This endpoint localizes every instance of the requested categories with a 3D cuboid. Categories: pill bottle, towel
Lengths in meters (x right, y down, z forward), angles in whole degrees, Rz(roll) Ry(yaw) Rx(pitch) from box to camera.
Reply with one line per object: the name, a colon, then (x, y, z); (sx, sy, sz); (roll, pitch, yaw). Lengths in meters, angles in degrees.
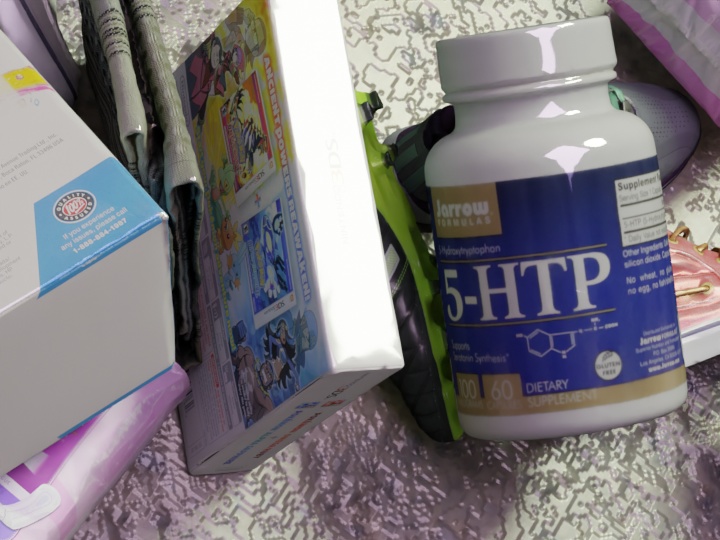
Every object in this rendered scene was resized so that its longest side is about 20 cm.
pill bottle: (0.095, -0.023, 1.494); (0.119, 0.120, 0.202); (-11, 95, -25)
towel: (-0.113, -0.073, 1.440); (0.034, 0.193, 0.201); (-12, 62, -10)

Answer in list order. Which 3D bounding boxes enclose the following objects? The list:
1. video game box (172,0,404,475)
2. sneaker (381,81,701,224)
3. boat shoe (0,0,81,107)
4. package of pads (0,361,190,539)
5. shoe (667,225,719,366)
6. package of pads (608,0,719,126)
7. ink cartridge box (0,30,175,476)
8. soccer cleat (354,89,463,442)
video game box: (-0.050, -0.020, 1.466); (0.047, 0.182, 0.201); (-3, 73, -25)
sneaker: (0.111, -0.070, 1.604); (0.199, 0.088, 0.075); (-13, 77, -25)
boat shoe: (-0.180, -0.177, 1.530); (0.065, 0.072, 0.201); (-24, 73, -8)
package of pads: (-0.184, 0.090, 1.432); (0.120, 0.076, 0.200); (41, 61, -4)
shoe: (0.180, 0.003, 1.614); (0.199, 0.071, 0.092); (-20, 86, -22)
package of pads: (0.243, -0.165, 1.674); (0.121, 0.076, 0.200); (49, 50, 2)
ink cartridge box: (-0.194, -0.024, 1.371); (0.128, 0.126, 0.200); (-32, 61, -20)
soccer cleat: (0.000, 0.000, 1.552); (0.081, 0.068, 0.201); (-20, 95, 14)
